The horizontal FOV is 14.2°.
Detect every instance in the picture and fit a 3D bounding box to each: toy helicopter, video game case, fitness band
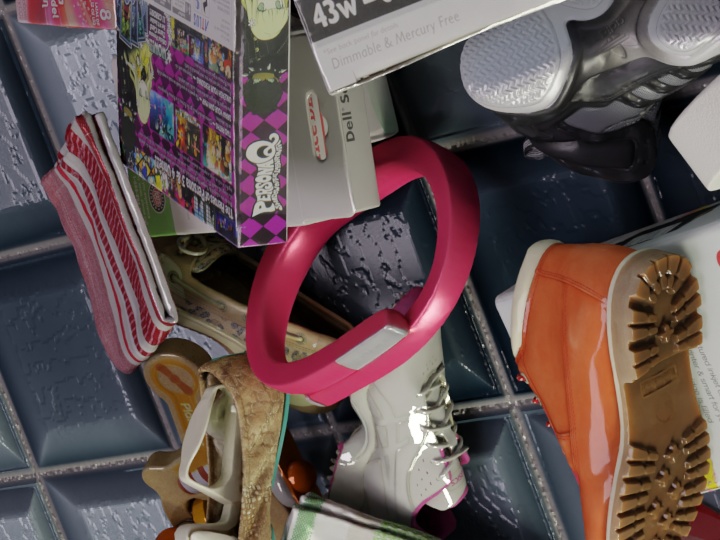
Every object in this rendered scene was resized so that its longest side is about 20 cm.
[{"bbox_3d":[-0.090,0.126,1.939,0.132,0.079,0.201,1,131,24],"label":"toy helicopter"},{"bbox_3d":[-0.091,-0.126,1.647,0.200,0.036,0.182,-147,55,-61],"label":"video game case"},{"bbox_3d":[0.000,0.000,1.777,0.200,0.037,0.144,-32,45,43],"label":"fitness band"}]

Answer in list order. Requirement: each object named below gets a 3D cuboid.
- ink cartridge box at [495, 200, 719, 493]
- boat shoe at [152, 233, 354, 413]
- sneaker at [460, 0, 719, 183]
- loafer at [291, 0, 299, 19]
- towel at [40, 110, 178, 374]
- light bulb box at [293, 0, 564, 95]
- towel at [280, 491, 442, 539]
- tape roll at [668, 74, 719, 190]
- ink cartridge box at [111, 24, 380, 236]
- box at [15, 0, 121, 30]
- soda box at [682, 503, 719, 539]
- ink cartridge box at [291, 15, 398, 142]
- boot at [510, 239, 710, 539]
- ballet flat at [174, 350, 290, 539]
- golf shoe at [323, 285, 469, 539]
[{"bbox_3d":[0.194,0.044,1.639,0.200,0.083,0.146,-20,96,47],"label":"ink cartridge box"},{"bbox_3d":[-0.082,0.011,1.901,0.200,0.073,0.063,35,126,11],"label":"boat shoe"},{"bbox_3d":[0.163,-0.114,1.594,0.199,0.076,0.114,-15,143,19],"label":"sneaker"},{"bbox_3d":[0.011,-0.205,1.673,0.200,0.071,0.073,-34,86,37],"label":"loafer"},{"bbox_3d":[-0.159,-0.015,1.827,0.200,0.023,0.145,140,109,-75],"label":"towel"},{"bbox_3d":[0.059,-0.193,1.502,0.197,0.200,0.125,-21,99,10],"label":"light bulb box"},{"bbox_3d":[0.033,0.236,1.852,0.199,0.031,0.150,18,110,1],"label":"towel"},{"bbox_3d":[0.240,-0.113,1.427,0.037,0.202,0.203,53,137,7],"label":"tape roll"},{"bbox_3d":[-0.057,-0.086,1.745,0.199,0.067,0.118,-2,98,47],"label":"ink cartridge box"},{"bbox_3d":[-0.150,-0.253,1.775,0.094,0.102,0.201,8,105,42],"label":"box"},{"bbox_3d":[0.253,0.218,1.689,0.200,0.063,0.070,30,130,28],"label":"soda box"},{"bbox_3d":[-0.066,-0.164,1.816,0.160,0.050,0.201,-12,89,46],"label":"ink cartridge box"},{"bbox_3d":[0.133,0.078,1.607,0.107,0.075,0.201,14,113,43],"label":"boot"},{"bbox_3d":[-0.087,0.149,1.834,0.070,0.065,0.201,-19,66,60],"label":"ballet flat"},{"bbox_3d":[0.037,0.096,1.834,0.091,0.075,0.201,29,137,18],"label":"golf shoe"}]
